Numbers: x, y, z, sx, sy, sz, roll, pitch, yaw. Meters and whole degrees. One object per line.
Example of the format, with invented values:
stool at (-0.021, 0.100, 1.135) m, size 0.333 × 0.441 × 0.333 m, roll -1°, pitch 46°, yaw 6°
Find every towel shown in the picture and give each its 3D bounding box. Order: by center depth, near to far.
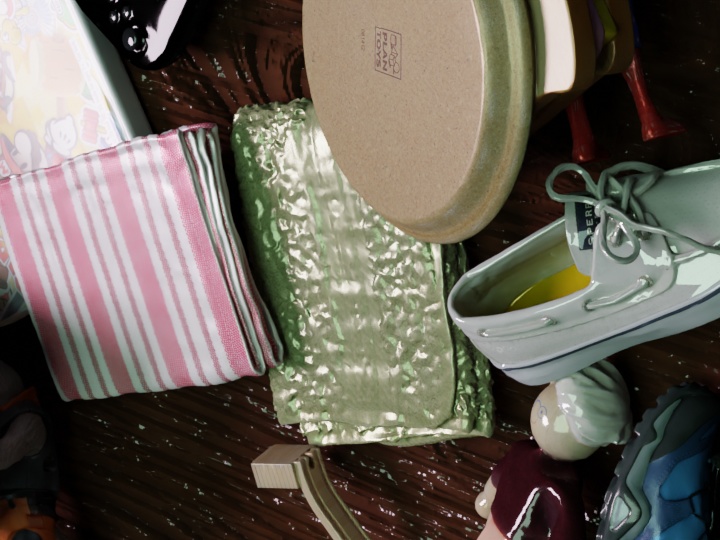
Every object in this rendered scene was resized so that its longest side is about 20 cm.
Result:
towel at (0.000, 0.000, 1.014) m, size 0.147 × 0.036 × 0.202 m, roll -5°, pitch 100°, yaw 38°
towel at (-0.135, -0.001, 1.087) m, size 0.199 × 0.030 × 0.148 m, roll -10°, pitch 99°, yaw 43°

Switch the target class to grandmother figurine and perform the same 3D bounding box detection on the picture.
grandmother figurine at (0.083, 0.134, 0.955) m, size 0.121 × 0.060 × 0.202 m, roll 44°, pitch 114°, yaw 56°

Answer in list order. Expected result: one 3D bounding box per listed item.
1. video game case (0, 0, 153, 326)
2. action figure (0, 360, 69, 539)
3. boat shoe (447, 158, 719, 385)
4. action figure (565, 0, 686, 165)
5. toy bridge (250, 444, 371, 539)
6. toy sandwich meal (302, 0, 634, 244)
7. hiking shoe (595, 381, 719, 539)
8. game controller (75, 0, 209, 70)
video game case at (-0.209, -0.087, 1.151) m, size 0.181 × 0.023 × 0.202 m, roll -26°, pitch 87°, yaw 38°
action figure at (-0.235, 0.153, 1.213) m, size 0.199 × 0.104 × 0.196 m, roll -12°, pitch 88°, yaw 62°
boat shoe at (0.121, -0.017, 0.875) m, size 0.201 × 0.086 × 0.075 m, roll -27°, pitch 43°, yaw 36°
action figure at (0.102, -0.155, 0.890) m, size 0.065 × 0.052 × 0.202 m, roll -17°, pitch 87°, yaw 32°
toy bridge at (-0.008, 0.198, 1.068) m, size 0.067 × 0.027 × 0.202 m, roll -4°, pitch 106°, yaw 37°
toy sandwich meal at (0.044, -0.112, 0.885) m, size 0.205 × 0.070 × 0.208 m, roll 29°, pitch 124°, yaw 53°
hiking shoe at (0.158, 0.157, 0.904) m, size 0.086 × 0.074 × 0.202 m, roll 14°, pitch 91°, yaw 24°
game controller at (-0.105, -0.214, 1.029) m, size 0.104 × 0.042 × 0.201 m, roll 41°, pitch 122°, yaw 20°
